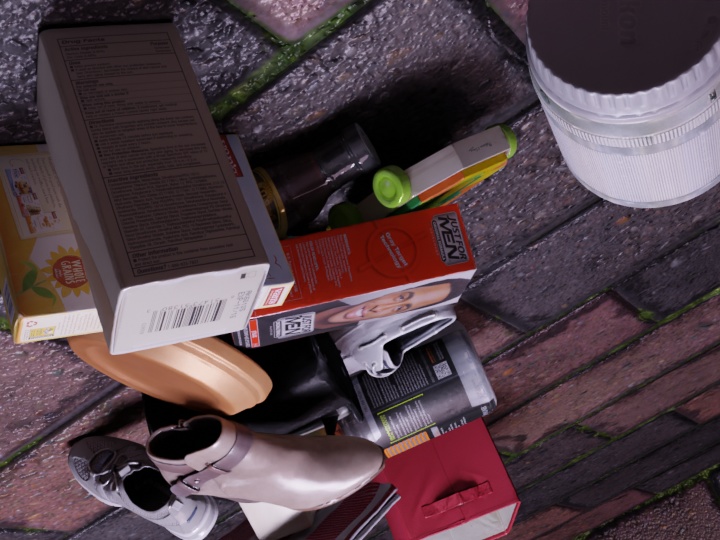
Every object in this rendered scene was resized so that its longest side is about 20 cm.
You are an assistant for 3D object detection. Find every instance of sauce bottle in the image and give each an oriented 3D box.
[{"bbox_3d":[-0.078,-0.054,0.881,0.200,0.066,0.066,-33,152,10],"label":"sauce bottle"}]

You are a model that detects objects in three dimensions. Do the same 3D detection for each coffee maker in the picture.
[{"bbox_3d":[-0.124,0.117,1.108,0.199,0.135,0.193,-26,116,3],"label":"coffee maker"}]

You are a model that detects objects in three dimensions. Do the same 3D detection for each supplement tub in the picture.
[{"bbox_3d":[0.053,0.150,1.287,0.199,0.123,0.123,-23,153,0],"label":"supplement tub"}]

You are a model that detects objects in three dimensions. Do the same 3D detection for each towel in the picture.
[{"bbox_3d":[-0.067,0.280,1.166,0.199,0.023,0.144,-13,-162,44],"label":"towel"}]

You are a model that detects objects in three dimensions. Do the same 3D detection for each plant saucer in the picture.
[{"bbox_3d":[-0.176,0.081,0.943,0.199,0.038,0.200,19,160,7],"label":"plant saucer"}]

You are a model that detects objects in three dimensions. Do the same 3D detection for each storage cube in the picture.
[{"bbox_3d":[0.113,0.311,1.561,0.170,0.180,0.200,-19,154,-9],"label":"storage cube"}]

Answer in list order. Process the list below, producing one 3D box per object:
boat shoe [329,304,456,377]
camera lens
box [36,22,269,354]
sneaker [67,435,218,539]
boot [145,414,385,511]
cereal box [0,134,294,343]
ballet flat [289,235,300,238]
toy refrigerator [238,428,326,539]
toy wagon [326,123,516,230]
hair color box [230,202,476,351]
[{"bbox_3d":[0.025,0.081,1.197,0.200,0.069,0.072,-34,151,19],"label":"boat shoe"},{"bbox_3d":[0.219,-0.152,0.830,0.159,0.160,0.200,-28,153,10],"label":"camera lens"},{"bbox_3d":[-0.137,-0.058,0.675,0.095,0.201,0.078,-9,150,-25],"label":"box"},{"bbox_3d":[-0.243,0.219,1.149,0.075,0.199,0.082,-62,148,-21],"label":"sneaker"},{"bbox_3d":[-0.095,0.175,1.004,0.199,0.071,0.146,-19,144,19],"label":"boot"},{"bbox_3d":[-0.162,-0.029,0.770,0.199,0.144,0.040,-6,148,-29],"label":"cereal box"},{"bbox_3d":[0.000,0.000,1.031,0.199,0.069,0.068,-6,165,-29],"label":"ballet flat"},{"bbox_3d":[-0.082,0.216,1.219,0.070,0.076,0.200,-22,-164,13],"label":"toy refrigerator"},{"bbox_3d":[0.043,-0.065,0.925,0.155,0.040,0.200,-25,174,-41],"label":"toy wagon"},{"bbox_3d":[-0.014,0.007,0.875,0.199,0.062,0.102,-13,164,-7],"label":"hair color box"}]
